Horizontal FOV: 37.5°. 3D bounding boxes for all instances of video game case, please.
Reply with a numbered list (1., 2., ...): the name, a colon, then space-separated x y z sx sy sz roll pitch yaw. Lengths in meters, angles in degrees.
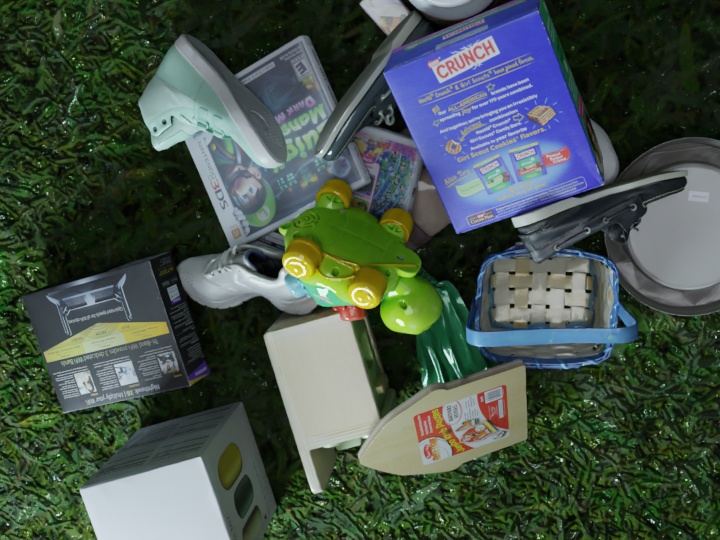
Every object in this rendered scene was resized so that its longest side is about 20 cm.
1. video game case: -0.106 -0.145 1.228 0.200 0.023 0.182 -24 89 27
2. video game case: -0.034 -0.089 1.231 0.199 0.024 0.183 20 108 21

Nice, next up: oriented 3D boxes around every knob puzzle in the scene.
1. knob puzzle: 0.090 0.172 1.199 0.219 0.220 0.031 -29 53 11

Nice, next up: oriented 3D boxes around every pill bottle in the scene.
1. pill bottle: 0.097 -0.321 1.122 0.116 0.200 0.117 1 100 7

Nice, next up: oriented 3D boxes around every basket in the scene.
1. basket: 0.202 0.043 1.169 0.176 0.200 0.140 0 108 3

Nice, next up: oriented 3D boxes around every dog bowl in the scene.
1. dog bowl: 0.372 -0.052 1.207 0.199 0.059 0.201 1 100 6

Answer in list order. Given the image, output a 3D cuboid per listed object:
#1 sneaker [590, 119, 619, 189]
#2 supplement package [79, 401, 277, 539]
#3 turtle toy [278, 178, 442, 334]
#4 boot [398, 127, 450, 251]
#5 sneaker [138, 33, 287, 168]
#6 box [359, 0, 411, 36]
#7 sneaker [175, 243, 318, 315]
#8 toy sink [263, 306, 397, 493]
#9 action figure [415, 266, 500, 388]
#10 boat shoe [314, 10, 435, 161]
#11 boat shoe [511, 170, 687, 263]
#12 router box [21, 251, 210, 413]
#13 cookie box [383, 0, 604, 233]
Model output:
1. sneaker: 0.213 -0.165 1.186 0.200 0.099 0.078 45 102 -2
2. supplement package: -0.207 0.272 1.260 0.150 0.200 0.152 -16 98 9
3. turtle toy: 0.000 0.000 1.151 0.200 0.146 0.101 26 134 1
4. boot: 0.094 -0.080 1.235 0.200 0.070 0.146 38 105 4
5. sneaker: -0.171 -0.160 1.202 0.118 0.074 0.201 -48 68 18
6. box: 0.079 -0.245 1.219 0.039 0.041 0.200 -42 94 12
7. sneaker: -0.136 -0.002 1.240 0.199 0.087 0.075 1 59 27
8. toy sink: -0.024 0.141 1.252 0.112 0.130 0.201 -15 97 9
9. action figure: 0.106 0.084 1.265 0.118 0.055 0.201 -22 100 12
10. boat shoe: 0.024 -0.191 1.156 0.062 0.073 0.200 38 75 -16
11. boat shoe: 0.264 -0.056 1.137 0.199 0.074 0.066 -17 93 -13
12. router box: -0.298 0.077 1.289 0.199 0.052 0.158 -13 98 24
13. cookie box: 0.143 -0.162 1.106 0.171 0.075 0.200 -18 116 18
